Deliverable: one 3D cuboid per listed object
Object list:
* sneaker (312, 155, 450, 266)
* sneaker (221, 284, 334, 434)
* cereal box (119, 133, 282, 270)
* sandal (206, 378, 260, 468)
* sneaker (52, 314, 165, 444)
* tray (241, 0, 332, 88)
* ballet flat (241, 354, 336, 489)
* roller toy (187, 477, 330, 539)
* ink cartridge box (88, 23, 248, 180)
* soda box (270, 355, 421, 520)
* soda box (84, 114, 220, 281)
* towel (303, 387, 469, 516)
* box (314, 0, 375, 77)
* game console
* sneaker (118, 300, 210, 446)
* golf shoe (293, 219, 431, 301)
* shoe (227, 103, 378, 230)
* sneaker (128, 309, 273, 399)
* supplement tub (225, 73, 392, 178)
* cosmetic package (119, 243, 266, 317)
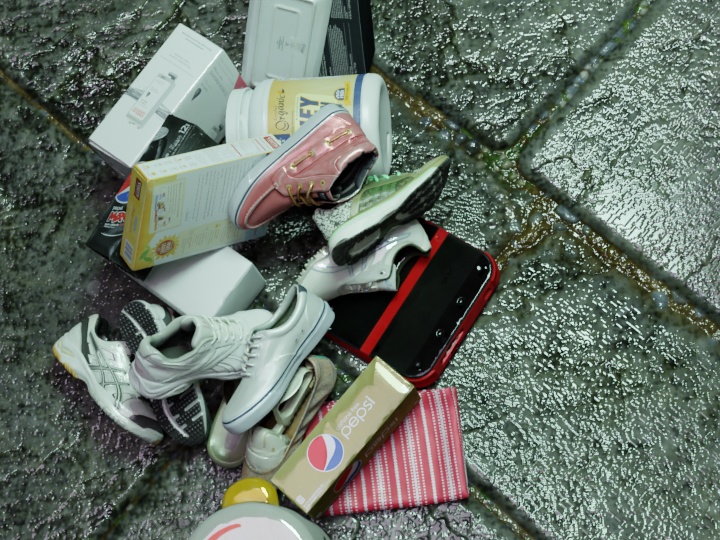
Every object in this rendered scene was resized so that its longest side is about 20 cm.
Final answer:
[{"bbox_3d":[0.024,-0.096,1.630,0.200,0.077,0.089,-35,66,-16],"label":"sneaker"},{"bbox_3d":[-0.115,0.104,1.602,0.071,0.073,0.200,43,69,-24],"label":"sneaker"},{"bbox_3d":[-0.193,-0.085,1.618,0.199,0.144,0.040,-17,50,-36],"label":"cereal box"},{"bbox_3d":[-0.143,0.151,1.669,0.079,0.057,0.202,10,74,13],"label":"sandal"},{"bbox_3d":[-0.309,0.135,1.695,0.088,0.076,0.200,-45,71,-6],"label":"sneaker"},{"bbox_3d":[-0.101,-0.303,1.734,0.107,0.200,0.022,14,47,1],"label":"tray"},{"bbox_3d":[-0.101,0.188,1.622,0.068,0.067,0.201,22,80,29],"label":"ballet flat"},{"bbox_3d":[-0.118,0.364,1.544,0.182,0.140,0.200,33,84,17],"label":"roller toy"},{"bbox_3d":[-0.249,-0.203,1.757,0.083,0.147,0.200,33,81,22],"label":"ink cartridge box"},{"bbox_3d":[-0.016,0.204,1.599,0.064,0.068,0.200,38,82,19],"label":"soda box"},{"bbox_3d":[-0.257,-0.093,1.662,0.063,0.071,0.200,25,80,45],"label":"soda box"},{"bbox_3d":[0.028,0.224,1.633,0.199,0.022,0.145,-8,71,7],"label":"towel"},{"bbox_3d":[-0.061,-0.354,1.739,0.140,0.200,0.079,3,46,10],"label":"box"},{"bbox_3d":[0.063,0.033,1.689,0.176,0.031,0.200,29,78,24],"label":"game console"},{"bbox_3d":[-0.233,0.127,1.682,0.074,0.080,0.201,-28,78,23],"label":"sneaker"},{"bbox_3d":[0.000,0.000,1.665,0.200,0.078,0.097,-41,70,-2],"label":"golf shoe"},{"bbox_3d":[-0.070,-0.105,1.602,0.200,0.071,0.091,-44,58,7],"label":"shoe"},{"bbox_3d":[-0.183,0.088,1.602,0.199,0.100,0.078,-23,61,-28],"label":"sneaker"},{"bbox_3d":[-0.065,-0.180,1.718,0.199,0.144,0.145,-2,72,10],"label":"supplement tub"},{"bbox_3d":[-0.236,-0.009,1.724,0.200,0.085,0.108,36,81,18],"label":"cosmetic package"}]
